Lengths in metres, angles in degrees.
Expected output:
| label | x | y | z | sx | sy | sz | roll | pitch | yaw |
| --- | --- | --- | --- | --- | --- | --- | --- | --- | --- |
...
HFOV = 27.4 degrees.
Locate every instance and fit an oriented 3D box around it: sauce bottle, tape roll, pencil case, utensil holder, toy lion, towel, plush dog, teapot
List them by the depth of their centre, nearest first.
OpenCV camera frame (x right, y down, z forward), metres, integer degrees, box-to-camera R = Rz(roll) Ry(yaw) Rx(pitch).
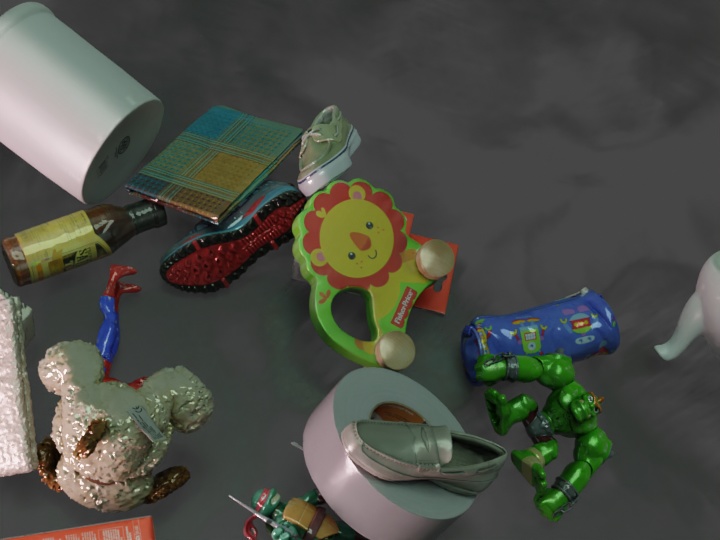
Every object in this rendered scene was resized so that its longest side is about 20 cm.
| label | x | y | z | sx | sy | sz | roll | pitch | yaw |
| --- | --- | --- | --- | --- | --- | --- | --- | --- | --- |
| plush dog | -0.271 | 0.195 | 1.597 | 0.198 | 0.173 | 0.161 | 13 | 40 | 4 |
| towel | -0.424 | 0.130 | 1.622 | 0.131 | 0.034 | 0.202 | -11 | 84 | 18 |
| tape roll | 0.035 | 0.207 | 1.643 | 0.199 | 0.066 | 0.201 | 28 | 36 | -22 |
| toy lion | 0.000 | 0.000 | 1.738 | 0.190 | 0.069 | 0.201 | 28 | 69 | -10 |
| sauce bottle | -0.330 | -0.041 | 1.778 | 0.198 | 0.066 | 0.066 | -21 | 66 | -17 |
| pencil case | 0.217 | 0.079 | 1.787 | 0.198 | 0.078 | 0.088 | -13 | 92 | -16 |
| teapot | 0.499 | 0.069 | 1.804 | 0.199 | 0.148 | 0.196 | 25 | 29 | 39 |
| utensil holder | -0.364 | -0.203 | 1.806 | 0.199 | 0.170 | 0.170 | 36 | 62 | 9 |
| towel | -0.179 | -0.134 | 1.832 | 0.145 | 0.022 | 0.200 | 19 | 45 | 24 |

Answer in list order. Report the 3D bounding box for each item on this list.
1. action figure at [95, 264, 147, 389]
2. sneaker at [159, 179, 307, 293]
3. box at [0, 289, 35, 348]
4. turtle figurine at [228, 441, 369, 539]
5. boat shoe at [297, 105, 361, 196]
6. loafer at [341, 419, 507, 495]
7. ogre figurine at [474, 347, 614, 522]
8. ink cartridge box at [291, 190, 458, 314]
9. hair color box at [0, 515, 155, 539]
| label | x | y | z | sx | sy | sz | roll | pitch | yaw |
| --- | --- | --- | --- | --- | --- | --- | --- | --- | --- |
| action figure | -0.272 | 0.097 | 1.709 | 0.098 | 0.065 | 0.202 | 10 | 60 | 7 |
| sneaker | -0.160 | -0.044 | 1.814 | 0.199 | 0.080 | 0.096 | -29 | 33 | -9 |
| box | -0.479 | 0.037 | 1.710 | 0.199 | 0.069 | 0.082 | 30 | 62 | 8 |
| turtle figurine | -0.049 | 0.274 | 1.625 | 0.199 | 0.101 | 0.150 | 28 | 45 | -3 |
| boat shoe | -0.049 | -0.149 | 1.832 | 0.062 | 0.072 | 0.200 | 54 | 18 | -13 |
| loafer | 0.069 | 0.189 | 1.575 | 0.199 | 0.070 | 0.070 | 16 | 41 | -34 |
| ogre figurine | 0.220 | 0.175 | 1.723 | 0.119 | 0.098 | 0.201 | -26 | 70 | -21 |
| ink cartridge box | 0.022 | -0.023 | 1.830 | 0.198 | 0.050 | 0.110 | 14 | 60 | 0 |
| hair color box | -0.315 | 0.318 | 1.561 | 0.198 | 0.102 | 0.062 | -7 | 62 | -11 |
